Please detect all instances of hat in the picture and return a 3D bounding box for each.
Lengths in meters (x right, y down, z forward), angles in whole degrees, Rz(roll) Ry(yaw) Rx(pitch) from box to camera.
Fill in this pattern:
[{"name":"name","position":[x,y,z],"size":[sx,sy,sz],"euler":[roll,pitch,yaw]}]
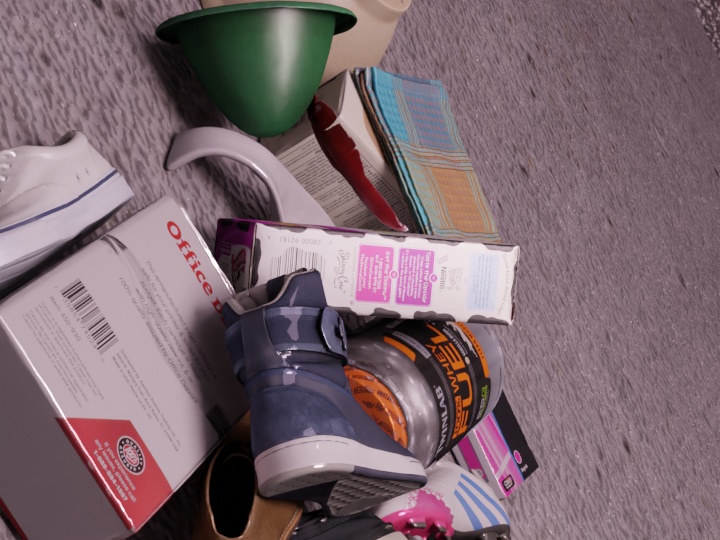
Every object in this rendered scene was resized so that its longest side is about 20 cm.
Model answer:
[{"name":"hat","position":[-0.074,-0.112,1.011],"size":[0.200,0.163,0.179],"euler":[-176,-99,-76]}]

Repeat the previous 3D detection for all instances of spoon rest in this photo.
[{"name":"spoon rest","position":[-0.067,-0.044,1.029],"size":[0.200,0.060,0.100],"euler":[43,35,-30]}]

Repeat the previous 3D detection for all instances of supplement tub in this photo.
[{"name":"supplement tub","position":[0.028,0.099,1.003],"size":[0.124,0.122,0.200],"euler":[63,30,0]}]

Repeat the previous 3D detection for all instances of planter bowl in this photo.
[{"name":"planter bowl","position":[-0.037,-0.260,1.174],"size":[0.200,0.134,0.202],"euler":[37,39,-38]}]

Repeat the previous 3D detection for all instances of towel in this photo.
[{"name":"towel","position":[0.070,-0.082,1.111],"size":[0.146,0.022,0.202],"euler":[-1,66,-59]}]

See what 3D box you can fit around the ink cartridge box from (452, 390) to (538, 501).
[{"name":"ink cartridge box","position":[0.098,0.114,1.193],"size":[0.094,0.037,0.202],"euler":[-21,83,-61]}]

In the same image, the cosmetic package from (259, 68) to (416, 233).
[{"name":"cosmetic package","position":[0.010,-0.070,1.129],"size":[0.200,0.104,0.072],"euler":[46,33,-31]}]

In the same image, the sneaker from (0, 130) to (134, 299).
[{"name":"sneaker","position":[-0.215,-0.035,0.792],"size":[0.071,0.073,0.200],"euler":[49,22,-5]}]

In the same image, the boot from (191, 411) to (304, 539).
[{"name":"boot","position":[-0.071,0.133,0.810],"size":[0.201,0.072,0.077],"euler":[-89,-176,-66]}]

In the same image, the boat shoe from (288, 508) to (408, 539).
[{"name":"boat shoe","position":[-0.050,0.192,0.863],"size":[0.198,0.075,0.066],"euler":[-7,46,-44]}]

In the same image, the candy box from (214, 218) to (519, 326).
[{"name":"candy box","position":[0.000,0.000,0.936],"size":[0.197,0.136,0.062],"euler":[4,93,-17]}]

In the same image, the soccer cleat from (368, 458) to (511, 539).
[{"name":"soccer cleat","position":[0.052,0.192,1.036],"size":[0.199,0.070,0.087],"euler":[23,35,-54]}]

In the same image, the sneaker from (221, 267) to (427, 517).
[{"name":"sneaker","position":[-0.022,0.079,0.830],"size":[0.202,0.076,0.148],"euler":[41,28,-64]}]

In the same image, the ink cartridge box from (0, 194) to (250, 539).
[{"name":"ink cartridge box","position":[-0.153,0.061,0.784],"size":[0.148,0.082,0.200],"euler":[59,29,-8]}]

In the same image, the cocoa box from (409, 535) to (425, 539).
[{"name":"cocoa box","position":[0.047,0.295,0.772],"size":[0.133,0.131,0.201],"euler":[44,76,-30]}]
